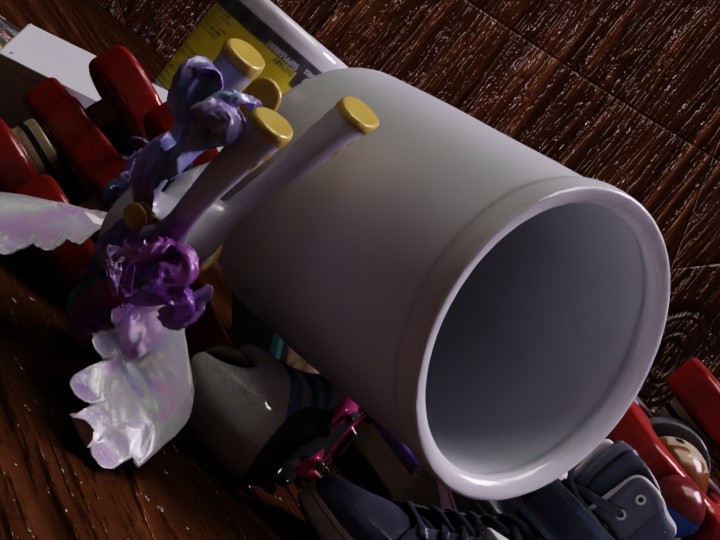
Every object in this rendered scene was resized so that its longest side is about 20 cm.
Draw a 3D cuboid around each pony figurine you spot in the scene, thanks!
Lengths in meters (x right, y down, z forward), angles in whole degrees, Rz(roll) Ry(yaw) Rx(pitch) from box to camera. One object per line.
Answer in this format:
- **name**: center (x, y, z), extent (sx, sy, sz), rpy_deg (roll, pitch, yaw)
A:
- **pony figurine**: center (-0.101, -0.013, 0.826), extent (0.167, 0.200, 0.193), rpy_deg (47, 22, 10)

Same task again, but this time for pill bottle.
- **pill bottle**: center (-0.106, -0.096, 1.242), extent (0.114, 0.201, 0.114), rpy_deg (38, 5, -4)

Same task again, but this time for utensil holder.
- **utensil holder**: center (0.036, -0.001, 0.923), extent (0.199, 0.171, 0.170), rpy_deg (34, 0, 45)

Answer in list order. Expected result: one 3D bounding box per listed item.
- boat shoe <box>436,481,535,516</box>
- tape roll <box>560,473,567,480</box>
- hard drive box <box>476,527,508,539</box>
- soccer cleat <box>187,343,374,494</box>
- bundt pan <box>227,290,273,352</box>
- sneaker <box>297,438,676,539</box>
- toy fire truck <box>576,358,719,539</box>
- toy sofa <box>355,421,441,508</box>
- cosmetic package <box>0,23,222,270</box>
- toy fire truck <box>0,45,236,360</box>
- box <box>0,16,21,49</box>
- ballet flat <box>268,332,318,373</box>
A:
- **boat shoe**: center (0.067, 0.084, 1.049), extent (0.069, 0.066, 0.202), rpy_deg (4, 55, -24)
- **tape roll**: center (0.072, 0.124, 1.391), extent (0.202, 0.071, 0.202), rpy_deg (40, 5, -4)
- **hard drive box**: center (0.133, 0.235, 0.845), extent (0.199, 0.077, 0.156), rpy_deg (37, 6, -28)
- **soccer cleat**: center (-0.046, 0.072, 0.969), extent (0.086, 0.070, 0.200), rpy_deg (41, 5, 11)
- **bundt pan**: center (0.000, 0.000, 1.204), extent (0.202, 0.199, 0.077), rpy_deg (-129, -152, -67)
- **sneaker**: center (0.076, 0.133, 0.934), extent (0.202, 0.147, 0.077), rpy_deg (37, 8, -21)
- **toy fire truck**: center (0.214, 0.152, 1.059), extent (0.200, 0.112, 0.168), rpy_deg (49, 7, -4)
- **toy sofa**: center (0.038, 0.103, 1.173), extent (0.083, 0.098, 0.200), rpy_deg (37, 7, -31)
- **cosmetic package**: center (-0.146, -0.078, 1.133), extent (0.198, 0.083, 0.051), rpy_deg (26, 40, 4)
- **toy fire truck**: center (-0.140, -0.025, 1.036), extent (0.200, 0.111, 0.169), rpy_deg (44, -20, 48)
- **box**: center (-0.274, -0.150, 1.342), extent (0.200, 0.049, 0.159), rpy_deg (44, 9, 34)
- **ballet flat**: center (-0.018, 0.005, 1.095), extent (0.064, 0.203, 0.070), rpy_deg (11, -8, -11)
